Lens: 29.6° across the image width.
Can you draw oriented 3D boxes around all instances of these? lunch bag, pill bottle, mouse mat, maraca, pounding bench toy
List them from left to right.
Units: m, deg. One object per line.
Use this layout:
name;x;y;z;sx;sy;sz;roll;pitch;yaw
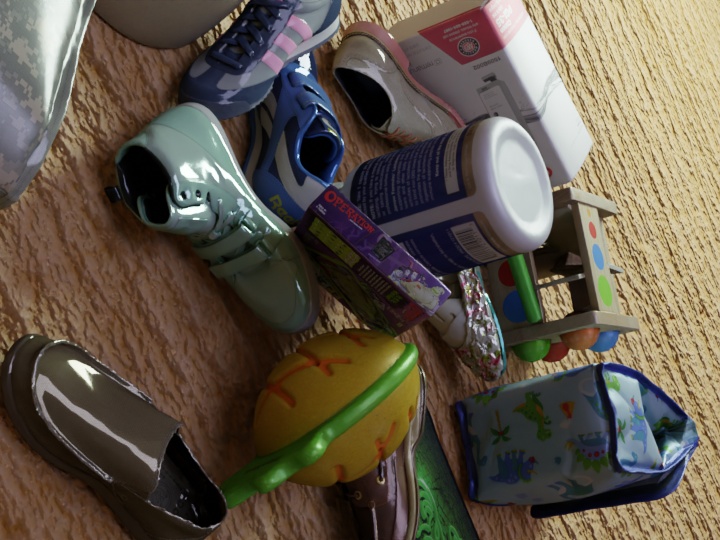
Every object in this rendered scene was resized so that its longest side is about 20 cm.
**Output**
lunch bag;-0.262;-0.149;0.831;0.164;0.117;0.201;42;40;-39
maraca;-0.029;0.113;1.023;0.107;0.137;0.200;53;44;-2
mouse mat;0.050;0.221;1.216;0.161;0.008;0.201;-34;106;-55
pill bottle;0.053;-0.050;1.164;0.116;0.199;0.116;27;55;-48
pounding bench toy;0.180;0.009;1.373;0.200;0.124;0.157;10;68;-58
lunch bag;0.216;0.170;1.328;0.200;0.170;0.128;14;65;-54

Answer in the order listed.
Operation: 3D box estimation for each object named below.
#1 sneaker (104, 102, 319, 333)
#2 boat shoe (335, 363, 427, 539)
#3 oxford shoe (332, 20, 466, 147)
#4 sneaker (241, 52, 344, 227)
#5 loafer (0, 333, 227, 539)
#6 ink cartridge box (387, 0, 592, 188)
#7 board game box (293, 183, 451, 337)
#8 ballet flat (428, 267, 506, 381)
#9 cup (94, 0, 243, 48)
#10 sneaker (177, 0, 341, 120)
sneaker;-0.114;-0.022;1.023;0.201;0.074;0.118;57;29;-6
boat shoe;0.010;0.172;1.127;0.067;0.072;0.201;8;75;-15
oxford shoe;0.039;-0.142;1.308;0.200;0.071;0.074;46;46;-19
sneaker;-0.050;-0.124;1.154;0.074;0.082;0.201;30;50;-44
loafer;-0.157;0.113;0.911;0.200;0.067;0.076;50;40;-30
ink cartridge box;0.121;-0.169;1.358;0.200;0.146;0.083;59;37;-19
board game box;0.000;0.000;1.064;0.032;0.200;0.120;-44;90;-12
ballet flat;0.085;0.014;1.315;0.064;0.076;0.201;-8;77;-25
cup;-0.128;-0.291;1.059;0.200;0.143;0.201;26;56;-47
sneaker;-0.083;-0.200;1.112;0.200;0.070;0.082;-51;159;-40
